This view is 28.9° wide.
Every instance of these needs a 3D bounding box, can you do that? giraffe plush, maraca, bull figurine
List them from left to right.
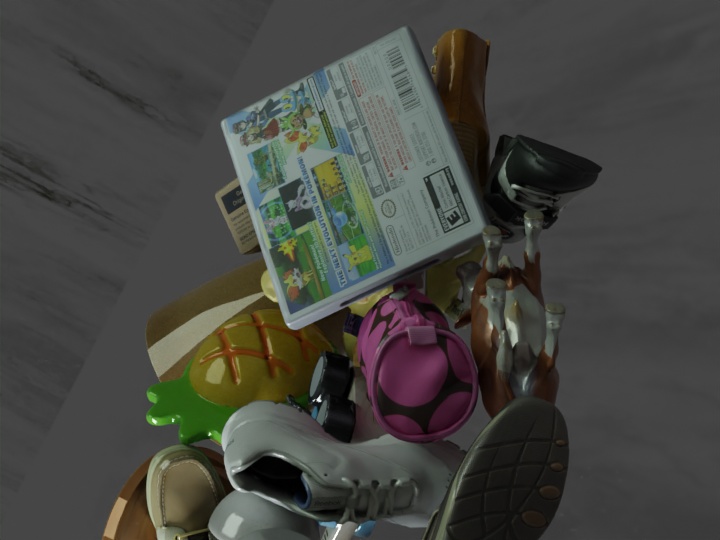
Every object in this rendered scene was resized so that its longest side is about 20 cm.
[{"bbox_3d":[-0.108,0.103,1.314,0.137,0.107,0.200,21,38,38],"label":"maraca"},{"bbox_3d":[0.000,0.000,1.274,0.173,0.162,0.200,-65,16,-13],"label":"giraffe plush"},{"bbox_3d":[0.110,0.033,1.035,0.200,0.065,0.122,-100,8,-54],"label":"bull figurine"}]

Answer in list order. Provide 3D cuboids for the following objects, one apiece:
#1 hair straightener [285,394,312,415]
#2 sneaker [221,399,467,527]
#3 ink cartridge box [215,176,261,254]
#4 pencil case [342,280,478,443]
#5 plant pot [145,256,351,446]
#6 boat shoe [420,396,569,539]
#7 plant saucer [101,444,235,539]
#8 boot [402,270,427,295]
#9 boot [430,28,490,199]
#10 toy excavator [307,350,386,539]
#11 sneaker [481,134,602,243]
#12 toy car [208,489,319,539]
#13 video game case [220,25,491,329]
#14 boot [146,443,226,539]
[{"bbox_3d":[-0.083,0.197,1.210,0.077,0.041,0.200,-30,38,42],"label":"hair straightener"},{"bbox_3d":[-0.005,0.153,0.990,0.087,0.200,0.075,-81,0,-72],"label":"sneaker"},{"bbox_3d":[-0.018,-0.093,1.399,0.165,0.075,0.200,-31,-10,36],"label":"ink cartridge box"},{"bbox_3d":[0.038,0.064,1.046,0.200,0.091,0.094,-125,43,-82],"label":"pencil case"},{"bbox_3d":[-0.090,0.061,1.468,0.200,0.186,0.186,-37,24,20],"label":"plant pot"},{"bbox_3d":[0.072,0.174,0.932,0.200,0.074,0.073,-63,16,-10],"label":"boat shoe"},{"bbox_3d":[-0.167,0.267,1.333,0.032,0.200,0.200,3,59,34],"label":"plant saucer"},{"bbox_3d":[0.008,-0.071,1.187,0.073,0.090,0.200,78,-173,-70],"label":"boot"},{"bbox_3d":[0.091,-0.128,1.246,0.201,0.071,0.144,64,-148,-80],"label":"boot"},{"bbox_3d":[-0.012,0.198,1.150,0.195,0.100,0.200,-95,23,-61],"label":"toy excavator"},{"bbox_3d":[0.138,-0.060,1.130,0.200,0.074,0.089,-110,42,-86],"label":"sneaker"},{"bbox_3d":[-0.047,0.261,0.990,0.200,0.150,0.175,-131,57,-76],"label":"toy car"},{"bbox_3d":[-0.007,-0.076,1.138,0.182,0.022,0.200,-25,67,13],"label":"video game case"},{"bbox_3d":[-0.134,0.265,1.219,0.155,0.072,0.200,-134,35,-67],"label":"boot"}]
